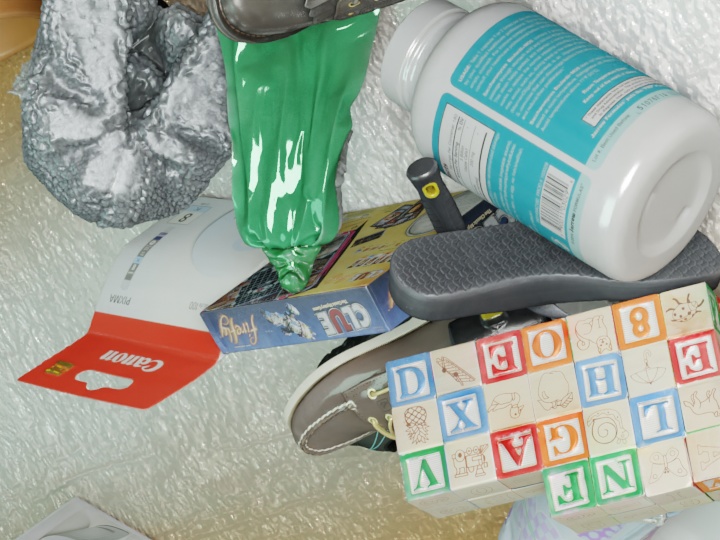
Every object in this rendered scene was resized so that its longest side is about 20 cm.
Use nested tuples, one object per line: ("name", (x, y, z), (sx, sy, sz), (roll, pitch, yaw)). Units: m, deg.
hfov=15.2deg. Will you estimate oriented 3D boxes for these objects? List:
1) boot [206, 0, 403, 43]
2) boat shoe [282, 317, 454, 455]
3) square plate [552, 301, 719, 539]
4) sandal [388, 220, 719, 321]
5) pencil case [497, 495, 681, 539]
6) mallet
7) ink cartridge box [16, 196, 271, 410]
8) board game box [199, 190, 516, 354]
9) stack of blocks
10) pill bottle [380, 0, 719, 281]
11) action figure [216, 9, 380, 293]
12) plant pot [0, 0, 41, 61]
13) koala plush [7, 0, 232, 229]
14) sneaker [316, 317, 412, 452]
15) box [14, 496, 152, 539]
("boot", (0.030, -0.177, 1.521), (0.174, 0.199, 0.070), (10, 117, 57))
("boat shoe", (0.032, 0.075, 1.777), (0.200, 0.072, 0.060), (-33, 60, 25))
("square plate", (0.193, 0.110, 1.712), (0.198, 0.028, 0.201), (35, 143, 30))
("sandal", (0.114, 0.001, 1.591), (0.076, 0.199, 0.043), (-101, 10, -49))
("pencil case", (0.153, 0.145, 1.690), (0.091, 0.083, 0.200), (66, 153, 21))
("mallet", (0.057, 0.000, 1.638), (0.200, 0.066, 0.041), (51, -162, -48))
("ink cartridge box", (-0.132, 0.019, 1.893), (0.160, 0.200, 0.047), (9, 127, 49))
("board game box", (0.000, 0.000, 1.764), (0.200, 0.135, 0.035), (-9, 113, 56))
("stack of blocks", (0.123, 0.091, 1.575), (0.059, 0.199, 0.116), (38, -139, -65))
("pill bottle", (0.106, -0.085, 1.571), (0.200, 0.111, 0.111), (34, 142, 30))
("action figure", (-0.043, -0.086, 1.715), (0.117, 0.055, 0.201), (1, 86, 14))
("plant pot", (-0.340, -0.217, 1.982), (0.200, 0.199, 0.141), (-25, 81, 57))
("koala plush", (-0.161, -0.121, 1.832), (0.176, 0.185, 0.200), (18, 180, -12))
("sneaker", (0.026, 0.060, 1.866), (0.079, 0.076, 0.200), (25, 140, -8))
("box", (-0.254, 0.314, 2.323), (0.176, 0.200, 0.097), (24, 136, 41))
